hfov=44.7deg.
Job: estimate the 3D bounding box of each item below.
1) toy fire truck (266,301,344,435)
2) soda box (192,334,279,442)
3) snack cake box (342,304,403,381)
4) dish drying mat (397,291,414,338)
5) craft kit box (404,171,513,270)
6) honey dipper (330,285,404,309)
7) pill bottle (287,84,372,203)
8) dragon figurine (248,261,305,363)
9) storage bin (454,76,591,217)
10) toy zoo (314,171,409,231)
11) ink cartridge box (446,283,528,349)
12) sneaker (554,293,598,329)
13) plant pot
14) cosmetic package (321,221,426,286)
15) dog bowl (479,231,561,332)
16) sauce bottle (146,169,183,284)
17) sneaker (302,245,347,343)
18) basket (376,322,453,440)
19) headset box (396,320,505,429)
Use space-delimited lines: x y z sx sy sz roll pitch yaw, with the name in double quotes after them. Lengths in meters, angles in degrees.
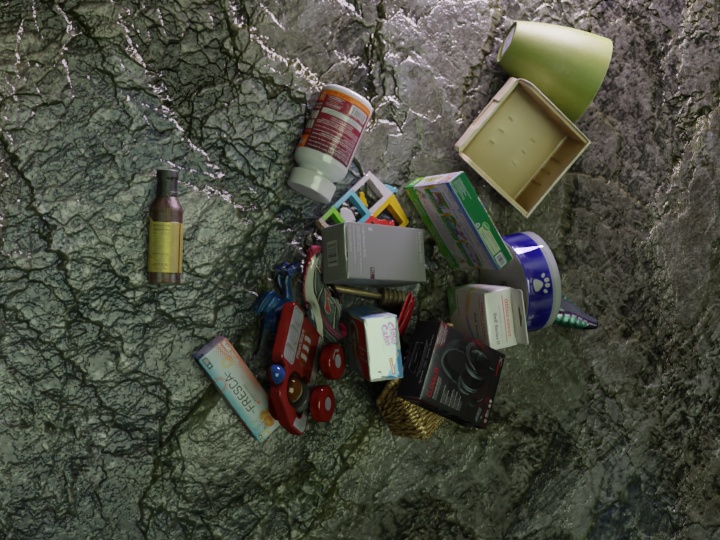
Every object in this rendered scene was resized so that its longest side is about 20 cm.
-0.118 0.181 1.575 0.168 0.110 0.203 54 42 -49 "toy fire truck"
-0.226 0.221 1.632 0.068 0.063 0.202 -38 105 -17 "soda box"
0.019 0.134 1.660 0.066 0.200 0.118 -6 95 -13 "snack cake box"
0.087 0.090 1.700 0.018 0.200 0.078 21 83 6 "dish drying mat"
0.190 -0.095 1.732 0.048 0.197 0.202 -37 106 -20 "craft kit box"
-0.006 0.043 1.738 0.196 0.038 0.039 11 87 -22 "honey dipper"
-0.061 -0.239 1.665 0.108 0.109 0.203 26 81 -22 "pill bottle"
-0.172 0.074 1.654 0.200 0.059 0.100 -47 108 -16 "dragon figurine"
0.330 -0.259 1.809 0.198 0.094 0.201 38 99 -20 "storage bin"
0.014 -0.103 1.720 0.132 0.020 0.200 50 57 -8 "toy zoo"
0.253 0.093 1.763 0.066 0.199 0.120 -10 95 -22 "ink cartridge box"
0.444 0.074 1.917 0.196 0.074 0.089 14 81 -23 "sneaker"
0.392 -0.437 1.835 0.197 0.187 0.190 22 83 -7 "plant pot"
0.026 -0.028 1.634 0.197 0.089 0.109 0 82 -38 "cosmetic package"
0.324 0.027 1.793 0.077 0.200 0.205 -11 96 -20 "dog bowl"
-0.348 -0.078 1.570 0.063 0.064 0.205 3 89 -23 "sauce bottle"
-0.070 0.044 1.662 0.073 0.081 0.204 -5 119 1 "sneaker"
0.115 0.212 1.734 0.200 0.142 0.151 -41 110 -29 "basket"
0.164 0.192 1.637 0.198 0.077 0.152 29 72 -32 "headset box"
